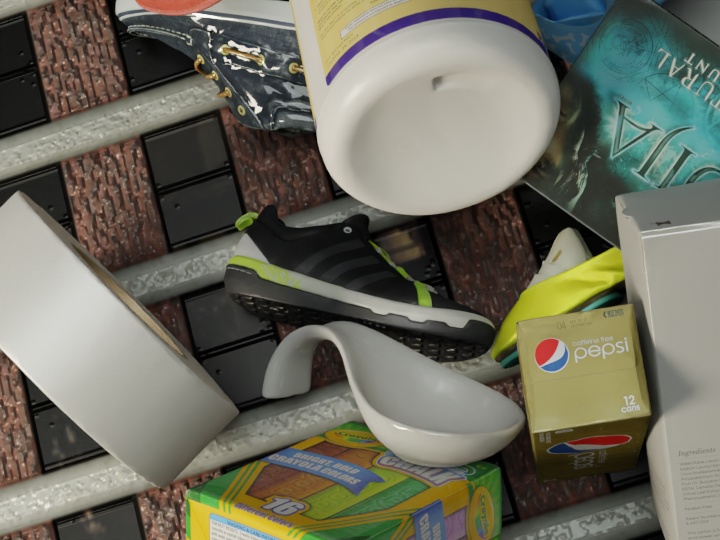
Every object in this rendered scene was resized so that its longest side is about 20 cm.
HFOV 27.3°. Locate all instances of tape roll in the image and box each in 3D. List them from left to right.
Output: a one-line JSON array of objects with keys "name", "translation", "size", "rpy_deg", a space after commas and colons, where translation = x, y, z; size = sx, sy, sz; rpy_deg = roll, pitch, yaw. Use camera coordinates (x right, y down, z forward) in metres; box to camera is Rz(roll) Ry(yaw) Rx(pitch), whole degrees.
[{"name": "tape roll", "translation": [-0.171, 0.043, 0.943], "size": [0.071, 0.203, 0.202], "rpy_deg": [-45, 74, -4]}]

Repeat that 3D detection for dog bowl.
[{"name": "dog bowl", "translation": [0.176, -0.198, 0.964], "size": [0.050, 0.200, 0.112], "rpy_deg": [44, 67, -7]}]

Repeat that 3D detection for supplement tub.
[{"name": "supplement tub", "translation": [0.032, -0.151, 0.905], "size": [0.144, 0.146, 0.202], "rpy_deg": [-15, 52, 4]}]

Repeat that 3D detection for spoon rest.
[{"name": "spoon rest", "translation": [0.014, 0.072, 0.915], "size": [0.199, 0.099, 0.061], "rpy_deg": [14, 106, 46]}]

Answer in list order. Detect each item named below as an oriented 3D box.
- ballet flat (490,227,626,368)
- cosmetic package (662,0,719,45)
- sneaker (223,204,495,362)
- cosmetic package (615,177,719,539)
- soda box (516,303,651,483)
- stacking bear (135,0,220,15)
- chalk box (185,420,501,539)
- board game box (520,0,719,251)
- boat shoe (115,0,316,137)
[{"name": "ballet flat", "translation": [0.166, -0.006, 0.967], "size": [0.198, 0.067, 0.068], "rpy_deg": [-27, 76, 10]}, {"name": "cosmetic package", "translation": [0.268, -0.104, 0.977], "size": [0.199, 0.090, 0.107], "rpy_deg": [39, 83, 18]}, {"name": "sneaker", "translation": [0.000, 0.000, 0.992], "size": [0.198, 0.072, 0.084], "rpy_deg": [15, 73, 16]}, {"name": "cosmetic package", "translation": [0.202, 0.057, 0.850], "size": [0.084, 0.108, 0.202], "rpy_deg": [-7, 106, 5]}, {"name": "soda box", "translation": [0.132, 0.079, 0.887], "size": [0.067, 0.200, 0.065], "rpy_deg": [-9, 74, 5]}, {"name": "stacking bear", "translation": [-0.063, -0.262, 1.019], "size": [0.113, 0.123, 0.200], "rpy_deg": [14, 33, 32]}, {"name": "chalk box", "translation": [0.006, 0.173, 0.888], "size": [0.123, 0.199, 0.125], "rpy_deg": [11, 108, 36]}, {"name": "board game box", "translation": [0.205, -0.061, 0.897], "size": [0.199, 0.028, 0.136], "rpy_deg": [35, 107, 4]}, {"name": "boat shoe", "translation": [-0.090, -0.147, 1.048], "size": [0.198, 0.071, 0.092], "rpy_deg": [10, 94, 21]}]
